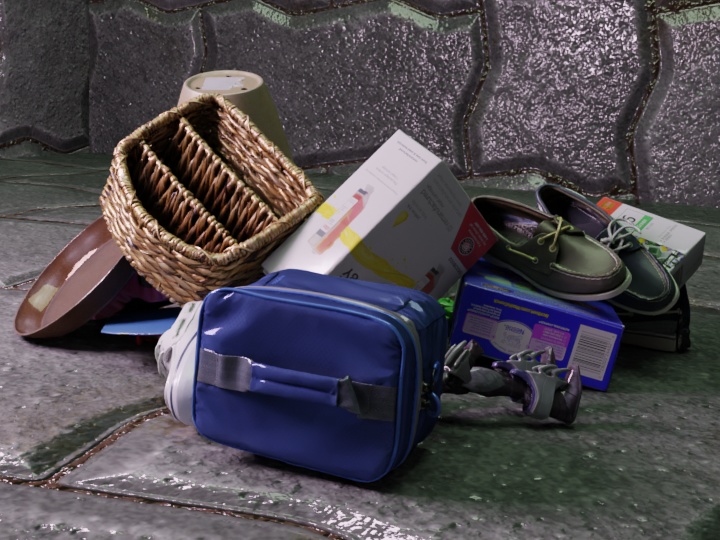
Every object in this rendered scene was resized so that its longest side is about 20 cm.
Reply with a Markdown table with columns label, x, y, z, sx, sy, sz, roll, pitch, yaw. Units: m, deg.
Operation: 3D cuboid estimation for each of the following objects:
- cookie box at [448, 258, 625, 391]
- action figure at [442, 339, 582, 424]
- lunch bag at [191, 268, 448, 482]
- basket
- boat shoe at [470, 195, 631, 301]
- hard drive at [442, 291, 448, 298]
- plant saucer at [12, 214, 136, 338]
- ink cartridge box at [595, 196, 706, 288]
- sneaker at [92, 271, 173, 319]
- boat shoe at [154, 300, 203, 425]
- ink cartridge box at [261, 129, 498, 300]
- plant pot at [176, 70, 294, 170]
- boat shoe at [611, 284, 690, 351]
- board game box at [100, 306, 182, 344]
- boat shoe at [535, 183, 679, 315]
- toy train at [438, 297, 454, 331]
| label | x | y | z | sx | sy | sz | roll | pitch | yaw |
| --- | --- | --- | --- | --- | --- | --- | --- | --- | --- |
| cookie box | 0.187 | 0.049 | 1.125 | 0.171 | 0.075 | 0.200 | 16 | 12 | 4 |
| action figure | 0.092 | 0.096 | 0.921 | 0.199 | 0.070 | 0.130 | 5 | -4 | -18 |
| lunch bag | -0.027 | 0.082 | 0.802 | 0.199 | 0.136 | 0.132 | 8 | 12 | 22 |
| basket | -0.166 | -0.074 | 1.055 | 0.143 | 0.149 | 0.200 | -12 | 52 | -48 |
| boat shoe | 0.191 | -0.027 | 1.077 | 0.072 | 0.060 | 0.201 | -42 | 42 | -23 |
| hard drive | 0.025 | -0.005 | 1.299 | 0.199 | 0.132 | 0.026 | -3 | 11 | -29 |
| plant saucer | -0.306 | 0.004 | 1.155 | 0.034 | 0.200 | 0.200 | 46 | -12 | -27 |
| ink cartridge box | 0.289 | -0.033 | 1.210 | 0.200 | 0.050 | 0.109 | 26 | 50 | 34 |
| sneaker | -0.240 | 0.014 | 1.212 | 0.200 | 0.079 | 0.095 | -14 | -19 | 40 |
| boat shoe | -0.152 | 0.081 | 0.928 | 0.067 | 0.074 | 0.200 | -1 | 17 | 7 |
| ink cartridge box | 0.022 | -0.017 | 1.046 | 0.083 | 0.200 | 0.145 | 43 | -3 | 45 |
| plant pot | -0.158 | -0.130 | 1.229 | 0.187 | 0.201 | 0.187 | -1 | 28 | 0 |
| boat shoe | 0.303 | 0.037 | 1.250 | 0.199 | 0.093 | 0.075 | 7 | 11 | 20 |
| board game box | -0.193 | 0.070 | 1.106 | 0.157 | 0.039 | 0.200 | -3 | 5 | -9 |
| boat shoe | 0.266 | -0.029 | 1.126 | 0.200 | 0.075 | 0.062 | 51 | -3 | 36 |
| toy train | 0.070 | 0.062 | 1.213 | 0.200 | 0.042 | 0.056 | -4 | 23 | -34 |
